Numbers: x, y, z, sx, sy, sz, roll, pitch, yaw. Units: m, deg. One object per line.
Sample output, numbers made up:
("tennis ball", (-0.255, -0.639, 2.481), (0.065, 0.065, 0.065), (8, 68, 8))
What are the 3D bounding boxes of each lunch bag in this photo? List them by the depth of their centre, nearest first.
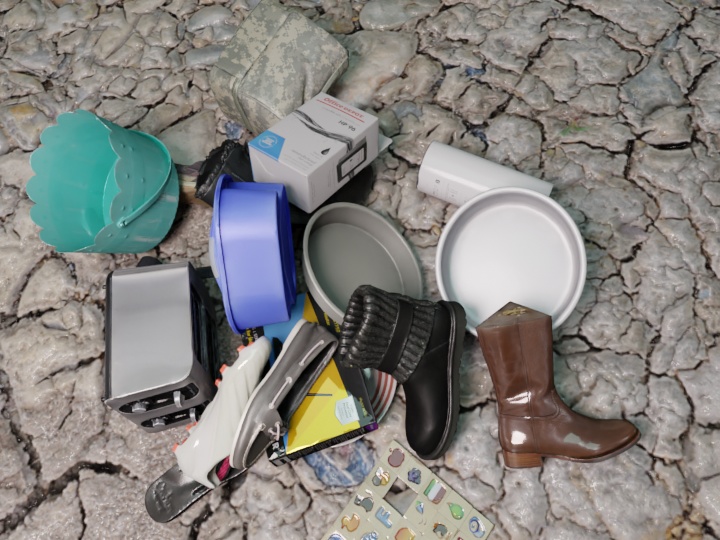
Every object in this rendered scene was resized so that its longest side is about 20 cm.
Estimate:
("lunch bag", (-0.128, -0.313, 1.022), (0.165, 0.140, 0.203), (27, 72, 17))

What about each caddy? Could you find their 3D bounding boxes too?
("caddy", (-0.143, -0.021, 0.798), (0.101, 0.142, 0.207), (-4, 105, 2))

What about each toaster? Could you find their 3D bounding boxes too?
("toaster", (-0.262, 0.098, 0.834), (0.115, 0.182, 0.205), (-9, 64, -5))

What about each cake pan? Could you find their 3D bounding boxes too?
("cake pan", (0.000, 0.000, 0.872), (0.196, 0.037, 0.205), (20, 51, -26))

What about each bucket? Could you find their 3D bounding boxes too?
("bucket", (-0.377, -0.122, 0.928), (0.202, 0.134, 0.215), (-2, 86, 27))

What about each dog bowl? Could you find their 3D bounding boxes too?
("dog bowl", (0.202, -0.005, 0.847), (0.194, 0.079, 0.207), (-1, 86, 16))

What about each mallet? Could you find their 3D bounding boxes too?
("mallet", (-0.264, 0.015, 0.905), (0.195, 0.041, 0.067), (2, 57, 34))

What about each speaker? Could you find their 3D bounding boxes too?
("speaker", (0.187, -0.124, 0.939), (0.196, 0.082, 0.083), (23, 70, 16))

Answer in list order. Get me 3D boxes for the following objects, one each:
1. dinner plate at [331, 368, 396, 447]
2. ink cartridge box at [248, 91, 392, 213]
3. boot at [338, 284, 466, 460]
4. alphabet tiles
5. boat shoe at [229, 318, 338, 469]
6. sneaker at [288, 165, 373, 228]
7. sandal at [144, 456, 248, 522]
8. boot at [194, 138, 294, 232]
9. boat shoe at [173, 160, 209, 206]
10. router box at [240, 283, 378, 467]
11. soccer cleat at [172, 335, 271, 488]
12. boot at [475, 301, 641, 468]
("dinner plate", (-0.044, 0.144, 0.874), (0.193, 0.024, 0.206), (-2, 65, 4))
("ink cartridge box", (-0.051, -0.184, 0.894), (0.114, 0.069, 0.200), (29, 55, 25))
("boot", (0.045, 0.130, 0.781), (0.154, 0.079, 0.219), (6, 89, -29))
("alphabet tiles", (0.046, 0.349, 0.784), (0.166, 0.008, 0.201), (35, 74, 18))
("boat shoe", (-0.092, 0.154, 0.766), (0.056, 0.067, 0.203), (19, 66, 19))
("sneaker", (-0.061, -0.116, 0.932), (0.059, 0.196, 0.108), (-3, 87, 49))
("sandal", (-0.203, 0.255, 0.828), (0.199, 0.045, 0.075), (-39, 67, -12))
("boot", (-0.174, -0.076, 0.905), (0.072, 0.162, 0.203), (-5, 54, 42))
("boat shoe", (-0.252, -0.142, 0.997), (0.194, 0.072, 0.067), (6, 71, 15))
("router box", (-0.074, 0.136, 0.839), (0.145, 0.051, 0.204), (-19, 64, -2))
("soccer cleat", (-0.158, 0.177, 0.785), (0.077, 0.069, 0.203), (34, 96, 8))
("boot", (0.246, 0.133, 0.777), (0.180, 0.064, 0.207), (-11, 96, 2))
